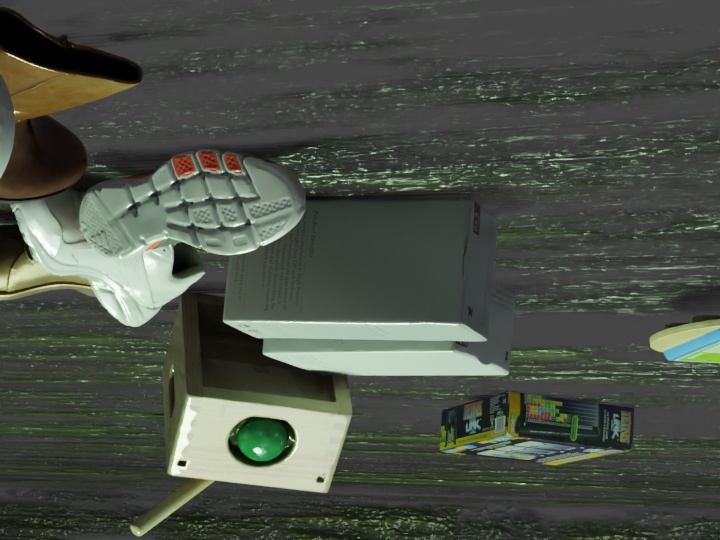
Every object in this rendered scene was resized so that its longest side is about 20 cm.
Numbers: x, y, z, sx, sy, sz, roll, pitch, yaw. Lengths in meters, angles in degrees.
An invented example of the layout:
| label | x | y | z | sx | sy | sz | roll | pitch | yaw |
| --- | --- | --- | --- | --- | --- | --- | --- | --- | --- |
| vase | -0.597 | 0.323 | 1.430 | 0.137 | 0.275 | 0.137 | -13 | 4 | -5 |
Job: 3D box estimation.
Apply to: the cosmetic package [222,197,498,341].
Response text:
| label | x | y | z | sx | sy | sz | roll | pitch | yaw |
| --- | --- | --- | --- | --- | --- | --- | --- | --- | --- |
| cosmetic package | 0.000 | 0.000 | 1.611 | 0.200 | 0.102 | 0.074 | 2 | 168 | 22 |

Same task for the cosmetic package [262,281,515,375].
| label | x | y | z | sx | sy | sz | roll | pitch | yaw |
| --- | --- | --- | --- | --- | --- | --- | --- | --- | --- |
| cosmetic package | 0.026 | 0.047 | 1.869 | 0.200 | 0.081 | 0.113 | -3 | 166 | 28 |

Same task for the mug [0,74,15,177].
| label | x | y | z | sx | sy | sz | roll | pitch | yaw |
| --- | --- | --- | --- | --- | --- | --- | --- | --- | --- |
| mug | -0.298 | -0.107 | 1.174 | 0.200 | 0.148 | 0.175 | 37 | -172 | 37 |

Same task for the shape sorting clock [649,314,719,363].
| label | x | y | z | sx | sy | sz | roll | pitch | yaw |
| --- | --- | --- | --- | --- | --- | --- | --- | --- | --- |
| shape sorting clock | 0.355 | 0.054 | 1.853 | 0.200 | 0.039 | 0.200 | 1 | 168 | 0 |

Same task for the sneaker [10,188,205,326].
| label | x | y | z | sx | sy | sz | roll | pitch | yaw |
| --- | --- | --- | --- | --- | --- | --- | --- | --- | --- |
| sneaker | -0.193 | -0.034 | 1.638 | 0.099 | 0.078 | 0.200 | -29 | 146 | 16 |

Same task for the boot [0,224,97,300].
| label | x | y | z | sx | sy | sz | roll | pitch | yaw |
| --- | --- | --- | --- | --- | --- | --- | --- | --- | --- |
| boot | -0.268 | -0.021 | 1.746 | 0.200 | 0.074 | 0.076 | 1 | 150 | -2 |

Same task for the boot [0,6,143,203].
| label | x | y | z | sx | sy | sz | roll | pitch | yaw |
| --- | --- | --- | --- | --- | --- | --- | --- | --- | --- |
| boot | -0.206 | -0.109 | 1.334 | 0.188 | 0.069 | 0.200 | 25 | 151 | -38 |

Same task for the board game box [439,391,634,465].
| label | x | y | z | sx | sy | sz | roll | pitch | yaw |
| --- | --- | --- | --- | --- | --- | --- | --- | --- | --- |
| board game box | 0.209 | 0.191 | 2.522 | 0.165 | 0.057 | 0.200 | 7 | 168 | -21 |

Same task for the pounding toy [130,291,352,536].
| label | x | y | z | sx | sy | sz | roll | pitch | yaw |
| --- | --- | --- | --- | --- | --- | --- | --- | --- | --- |
| pounding toy | -0.117 | 0.142 | 1.983 | 0.184 | 0.200 | 0.142 | 8 | 126 | -13 |

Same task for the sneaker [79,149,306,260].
| label | x | y | z | sx | sy | sz | roll | pitch | yaw |
| --- | --- | --- | --- | --- | --- | --- | --- | --- | --- |
| sneaker | -0.112 | -0.055 | 1.526 | 0.200 | 0.077 | 0.082 | -3 | -167 | 36 |
